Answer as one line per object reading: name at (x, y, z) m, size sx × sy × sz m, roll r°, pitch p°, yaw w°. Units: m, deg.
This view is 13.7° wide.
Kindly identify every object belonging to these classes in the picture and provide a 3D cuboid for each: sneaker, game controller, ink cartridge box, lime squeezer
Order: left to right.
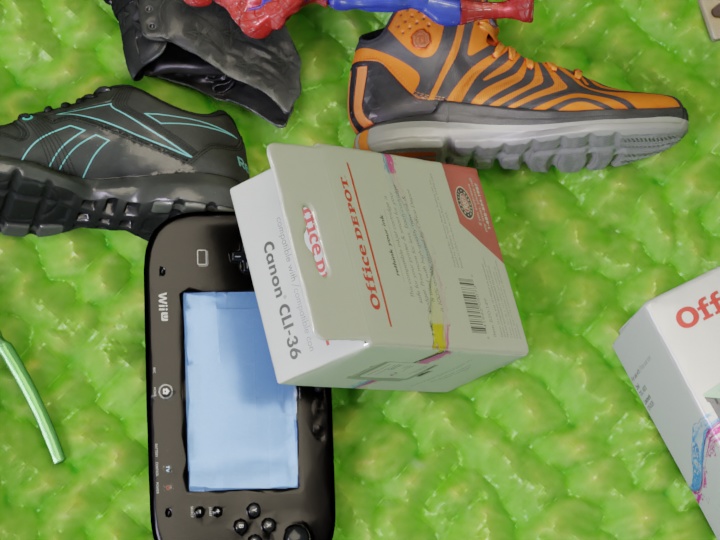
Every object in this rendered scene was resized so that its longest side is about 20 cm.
lime squeezer at (-0.234, 0.028, 1.671) m, size 0.199 × 0.038 × 0.071 m, roll 31°, pitch 72°, yaw 2°
sneaker at (-0.158, -0.063, 1.699) m, size 0.199 × 0.075 × 0.080 m, roll 8°, pitch 62°, yaw -14°
sneaker at (-0.122, -0.159, 1.731) m, size 0.199 × 0.060 × 0.105 m, roll 18°, pitch 67°, yaw -5°
game controller at (-0.068, 0.067, 1.661) m, size 0.104 × 0.042 × 0.202 m, roll 0°, pitch 82°, yaw -20°
ink cartridge box at (0.000, 0.000, 1.633) m, size 0.067 × 0.199 × 0.117 m, roll -25°, pitch 72°, yaw 32°
sneaker at (0.091, -0.119, 1.738) m, size 0.198 × 0.078 × 0.113 m, roll 0°, pitch 74°, yaw -8°
ink cartridge box at (0.256, 0.085, 1.694) m, size 0.144 × 0.084 × 0.201 m, roll -25°, pitch 77°, yaw -14°

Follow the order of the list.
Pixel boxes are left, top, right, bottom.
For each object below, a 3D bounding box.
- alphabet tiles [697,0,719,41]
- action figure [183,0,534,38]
alphabet tiles at (0.230, -0.243, 1.832) m, size 0.166 × 0.008 × 0.201 m, roll -14°, pitch 75°, yaw -12°
action figure at (-0.004, -0.181, 1.679) m, size 0.198 × 0.099 × 0.066 m, roll -5°, pitch 47°, yaw -1°
